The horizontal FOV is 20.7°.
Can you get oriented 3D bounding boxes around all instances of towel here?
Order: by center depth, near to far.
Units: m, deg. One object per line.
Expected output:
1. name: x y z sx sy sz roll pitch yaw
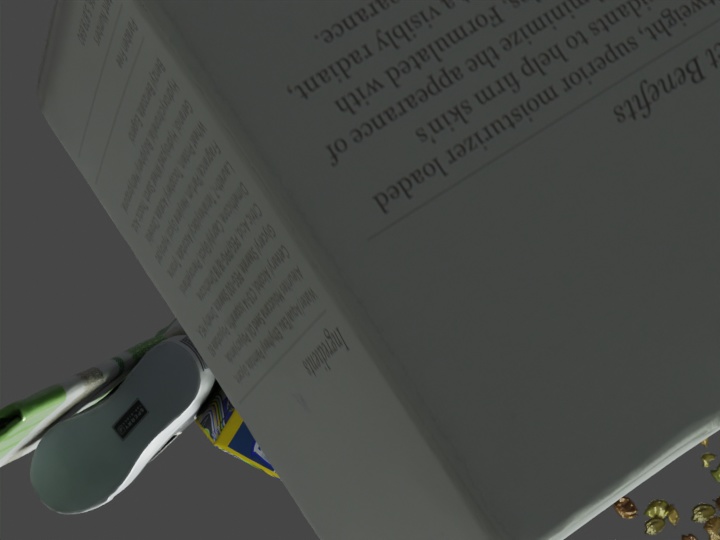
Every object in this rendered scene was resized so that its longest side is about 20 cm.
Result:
1. towel: -0.213 0.091 1.461 0.200 0.031 0.149 -26 170 -46

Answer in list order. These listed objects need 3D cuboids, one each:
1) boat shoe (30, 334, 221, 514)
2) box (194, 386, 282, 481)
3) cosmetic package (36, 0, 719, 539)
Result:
1. boat shoe: -0.162 0.107 1.430 0.200 0.070 0.066 -46 166 31
2. box: -0.089 0.089 1.468 0.070 0.064 0.200 -59 -161 1
3. cosmetic package: 0.031 -0.032 0.571 0.165 0.200 0.165 -31 176 -19
